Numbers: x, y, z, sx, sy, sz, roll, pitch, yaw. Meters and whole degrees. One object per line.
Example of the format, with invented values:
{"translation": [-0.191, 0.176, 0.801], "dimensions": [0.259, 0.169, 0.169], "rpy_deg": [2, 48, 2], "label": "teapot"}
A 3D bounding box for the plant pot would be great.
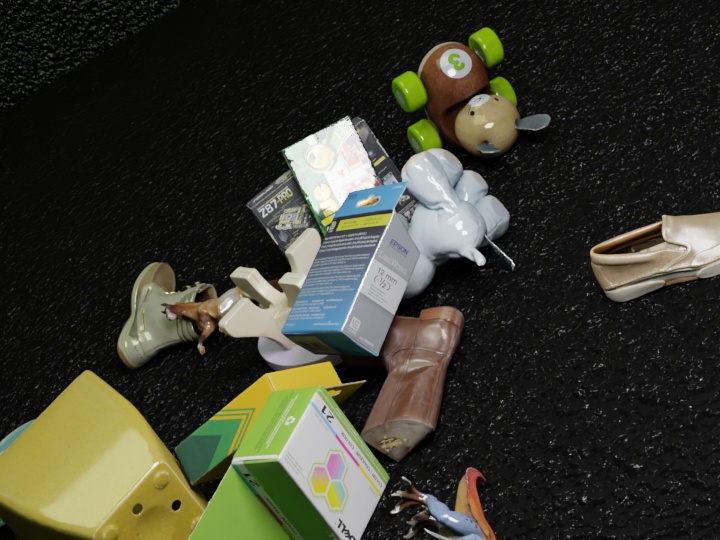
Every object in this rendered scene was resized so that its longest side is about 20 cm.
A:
{"translation": [-0.286, 0.268, 1.587], "dimensions": [0.194, 0.197, 0.199], "rpy_deg": [-47, 34, -22], "label": "plant pot"}

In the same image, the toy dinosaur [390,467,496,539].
{"translation": [0.106, 0.253, 1.242], "dimensions": [0.199, 0.106, 0.180], "rpy_deg": [-36, 43, -30], "label": "toy dinosaur"}

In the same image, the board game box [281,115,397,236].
{"translation": [-0.015, -0.093, 1.827], "dimensions": [0.104, 0.202, 0.023], "rpy_deg": [-28, -1, -2], "label": "board game box"}

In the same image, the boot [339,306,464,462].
{"translation": [0.024, 0.137, 1.569], "dimensions": [0.185, 0.064, 0.201], "rpy_deg": [-20, 34, 35], "label": "boot"}

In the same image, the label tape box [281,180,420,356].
{"translation": [0.000, 0.000, 1.633], "dimensions": [0.143, 0.066, 0.202], "rpy_deg": [-5, 55, 57], "label": "label tape box"}

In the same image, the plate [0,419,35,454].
{"translation": [-0.505, 0.276, 2.026], "dimensions": [0.198, 0.026, 0.201], "rpy_deg": [-28, 28, 16], "label": "plate"}

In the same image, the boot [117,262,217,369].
{"translation": [-0.278, 0.048, 2.072], "dimensions": [0.153, 0.072, 0.202], "rpy_deg": [-22, 36, 28], "label": "boot"}

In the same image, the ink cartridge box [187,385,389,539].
{"translation": [-0.069, 0.243, 1.397], "dimensions": [0.075, 0.148, 0.201], "rpy_deg": [-11, 36, 39], "label": "ink cartridge box"}

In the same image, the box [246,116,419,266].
{"translation": [-0.033, -0.086, 1.887], "dimensions": [0.199, 0.162, 0.049], "rpy_deg": [-39, 19, -4], "label": "box"}

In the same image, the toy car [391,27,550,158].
{"translation": [0.167, -0.221, 1.902], "dimensions": [0.163, 0.159, 0.200], "rpy_deg": [-30, 35, -12], "label": "toy car"}

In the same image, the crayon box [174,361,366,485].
{"translation": [-0.102, 0.165, 1.554], "dimensions": [0.199, 0.051, 0.126], "rpy_deg": [-39, -18, 28], "label": "crayon box"}

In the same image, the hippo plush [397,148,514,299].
{"translation": [0.092, -0.035, 1.721], "dimensions": [0.161, 0.158, 0.201], "rpy_deg": [-43, 63, 27], "label": "hippo plush"}

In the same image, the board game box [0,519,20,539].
{"translation": [-0.440, 0.359, 1.713], "dimensions": [0.198, 0.105, 0.024], "rpy_deg": [-27, 30, 16], "label": "board game box"}

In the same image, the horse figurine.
{"translation": [-0.175, 0.053, 1.936], "dimensions": [0.198, 0.050, 0.133], "rpy_deg": [-24, 25, -10], "label": "horse figurine"}

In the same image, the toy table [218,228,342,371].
{"translation": [-0.089, 0.048, 1.786], "dimensions": [0.198, 0.118, 0.184], "rpy_deg": [-7, 38, 47], "label": "toy table"}

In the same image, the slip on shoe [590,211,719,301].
{"translation": [0.338, -0.031, 1.449], "dimensions": [0.198, 0.061, 0.076], "rpy_deg": [-21, 29, 29], "label": "slip on shoe"}
